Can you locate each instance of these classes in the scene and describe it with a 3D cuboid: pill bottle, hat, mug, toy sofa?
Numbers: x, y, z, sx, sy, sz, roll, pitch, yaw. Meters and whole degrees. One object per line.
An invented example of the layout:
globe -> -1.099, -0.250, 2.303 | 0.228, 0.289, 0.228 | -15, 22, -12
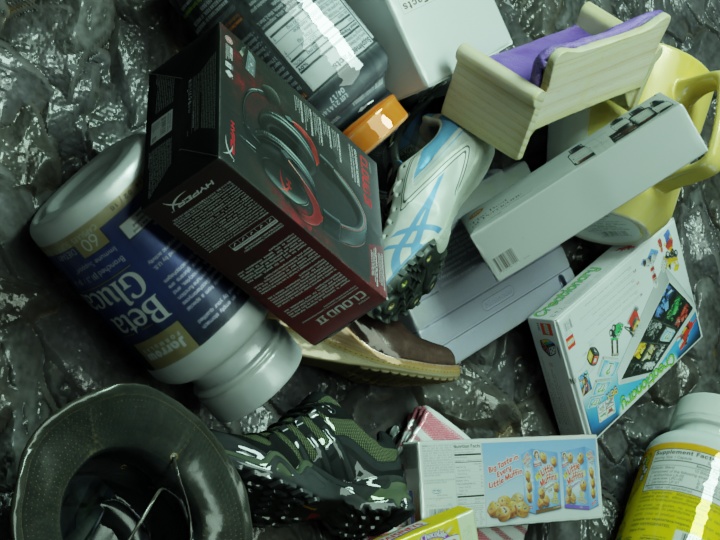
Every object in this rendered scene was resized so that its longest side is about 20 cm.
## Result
pill bottle -> -0.051, -0.172, 1.382 | 0.200, 0.106, 0.106 | 51, 52, -5
hat -> -0.173, 0.174, 1.231 | 0.200, 0.081, 0.202 | 4, 84, -42
pill bottle -> -0.133, 0.010, 1.283 | 0.200, 0.111, 0.111 | 51, 53, -17
mug -> 0.233, -0.113, 1.580 | 0.149, 0.187, 0.154 | 15, 73, -4
pill bottle -> 0.292, 0.213, 1.581 | 0.113, 0.113, 0.201 | 40, 57, -25
toy sofa -> 0.161, -0.170, 1.451 | 0.083, 0.098, 0.200 | 35, 36, 25

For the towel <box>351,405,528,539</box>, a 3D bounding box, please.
towel -> 0.057, 0.227, 1.442 | 0.146, 0.030, 0.201 | 42, 58, -23

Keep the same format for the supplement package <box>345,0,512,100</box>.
supplement package -> 0.012, -0.242, 1.461 | 0.120, 0.121, 0.201 | -31, 99, -41

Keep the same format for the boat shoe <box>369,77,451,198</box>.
boat shoe -> 0.073, -0.128, 1.518 | 0.200, 0.066, 0.070 | -35, 101, -39

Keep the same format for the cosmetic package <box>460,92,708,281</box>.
cosmetic package -> 0.180, -0.071, 1.467 | 0.199, 0.083, 0.051 | -32, 100, 4

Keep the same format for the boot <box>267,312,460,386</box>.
boot -> 0.000, 0.000, 1.413 | 0.199, 0.072, 0.167 | 14, 74, -28

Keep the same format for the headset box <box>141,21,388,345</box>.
headset box -> -0.059, -0.054, 1.270 | 0.200, 0.075, 0.149 | 40, 30, -34

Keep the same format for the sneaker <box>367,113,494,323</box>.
sneaker -> 0.041, -0.042, 1.403 | 0.072, 0.072, 0.201 | 20, 56, 13

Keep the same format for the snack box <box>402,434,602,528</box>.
snack box -> 0.120, 0.173, 1.466 | 0.199, 0.024, 0.072 | 2, 80, -37

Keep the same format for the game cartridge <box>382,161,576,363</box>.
game cartridge -> 0.095, -0.005, 1.528 | 0.200, 0.038, 0.130 | -28, 93, -40

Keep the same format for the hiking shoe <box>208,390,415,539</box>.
hiking shoe -> -0.052, 0.140, 1.355 | 0.199, 0.076, 0.101 | 18, 47, -32

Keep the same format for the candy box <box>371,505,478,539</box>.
candy box -> 0.010, 0.258, 1.359 | 0.199, 0.026, 0.103 | -16, 101, -31

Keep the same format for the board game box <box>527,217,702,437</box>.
board game box -> 0.232, 0.052, 1.605 | 0.200, 0.034, 0.127 | -36, 118, -40
